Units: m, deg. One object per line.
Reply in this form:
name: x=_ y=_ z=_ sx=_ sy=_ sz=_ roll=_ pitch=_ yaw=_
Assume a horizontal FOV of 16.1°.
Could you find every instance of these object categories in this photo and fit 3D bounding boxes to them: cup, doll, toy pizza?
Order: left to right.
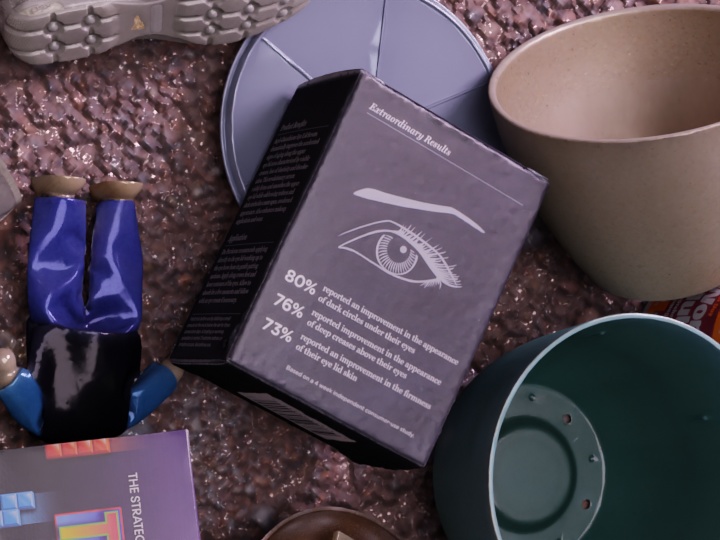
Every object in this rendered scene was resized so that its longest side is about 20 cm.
doll: x=-0.163 y=0.045 z=1.541 sx=0.136 sy=0.048 sz=0.200 roll=5 pitch=85 yaw=-32
toy pizza: x=0.001 y=-0.088 z=1.627 sx=0.200 sy=0.032 sz=0.201 roll=1 pitch=87 yaw=-23
cup: x=0.190 y=-0.066 z=1.634 sx=0.200 sy=0.200 sz=0.143 roll=-22 pitch=120 yaw=-22

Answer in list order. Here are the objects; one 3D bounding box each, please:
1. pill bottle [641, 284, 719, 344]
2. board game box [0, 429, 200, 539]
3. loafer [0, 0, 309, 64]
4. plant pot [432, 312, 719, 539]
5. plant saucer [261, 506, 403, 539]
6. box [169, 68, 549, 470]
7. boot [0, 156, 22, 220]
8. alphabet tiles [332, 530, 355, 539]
pill bottle: x=0.268 y=0.053 z=1.636 sx=0.109 sy=0.200 sz=0.110 roll=1 pitch=87 yaw=-23
board game box: x=-0.169 y=0.197 z=1.440 sx=0.165 sy=0.057 sz=0.200 roll=-7 pitch=84 yaw=-7
loafer: x=-0.126 y=-0.176 z=1.555 sx=0.200 sy=0.070 sz=0.070 roll=-8 pitch=52 yaw=-19
plant pot: x=0.137 y=0.130 z=1.600 sx=0.200 sy=0.161 sz=0.201 roll=1 pitch=87 yaw=-22
plant saucer: x=-0.013 y=0.247 z=1.566 sx=0.200 sy=0.032 sz=0.201 roll=23 pitch=56 yaw=-39
box: x=0.000 y=0.000 z=1.548 sx=0.148 sy=0.104 sz=0.200 roll=30 pitch=77 yaw=-20
boot: x=-0.319 y=-0.046 z=1.471 sx=0.200 sy=0.073 sz=0.182 roll=-42 pitch=116 yaw=-12
alphabet tiles: x=0.029 y=0.282 z=1.566 sx=0.167 sy=0.008 sz=0.200 roll=34 pitch=50 yaw=-32
